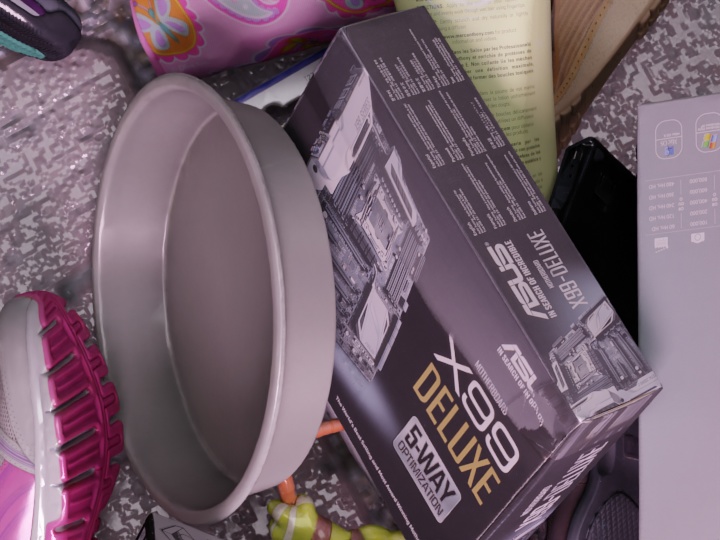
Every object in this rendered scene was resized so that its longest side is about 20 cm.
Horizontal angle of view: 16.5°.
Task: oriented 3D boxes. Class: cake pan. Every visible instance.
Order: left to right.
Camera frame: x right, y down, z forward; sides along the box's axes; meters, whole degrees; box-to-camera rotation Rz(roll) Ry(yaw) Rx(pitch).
[{"bbox_3d":[-0.066,0.012,1.114,0.036,0.200,0.202,-4,81,-29],"label":"cake pan"}]

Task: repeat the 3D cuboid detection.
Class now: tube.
[{"bbox_3d":[0.058,-0.059,1.096,0.058,0.052,0.201,-21,115,-28],"label":"tube"}]

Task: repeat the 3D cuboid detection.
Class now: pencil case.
[{"bbox_3d":[-0.011,-0.142,1.134,0.199,0.087,0.088,-10,82,19],"label":"pencil case"}]

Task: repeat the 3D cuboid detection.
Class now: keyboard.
[{"bbox_3d":[0.145,0.019,1.136,0.200,0.039,0.105,42,59,-31],"label":"keyboard"}]

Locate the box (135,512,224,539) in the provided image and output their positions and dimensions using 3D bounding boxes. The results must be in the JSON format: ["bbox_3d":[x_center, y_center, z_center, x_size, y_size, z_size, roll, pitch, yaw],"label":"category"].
[{"bbox_3d":[-0.086,0.211,1.097,0.109,0.035,0.201,22,111,-17],"label":"box"}]

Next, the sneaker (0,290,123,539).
[{"bbox_3d":[-0.162,0.110,1.137,0.088,0.081,0.202,0,88,15],"label":"sneaker"}]

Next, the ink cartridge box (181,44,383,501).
[{"bbox_3d":[0.000,0.000,1.189,0.094,0.037,0.201,-30,87,-5],"label":"ink cartridge box"}]

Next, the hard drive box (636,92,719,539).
[{"bbox_3d":[0.184,0.038,1.064,0.076,0.156,0.202,-7,74,32],"label":"hard drive box"}]

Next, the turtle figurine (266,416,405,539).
[{"bbox_3d":[0.037,0.161,1.143,0.199,0.064,0.162,18,94,-26],"label":"turtle figurine"}]

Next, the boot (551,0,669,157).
[{"bbox_3d":[0.039,-0.124,1.192,0.166,0.072,0.200,35,73,12],"label":"boot"}]

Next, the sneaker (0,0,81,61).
[{"bbox_3d":[-0.202,-0.185,1.190,0.199,0.074,0.088,35,77,4],"label":"sneaker"}]

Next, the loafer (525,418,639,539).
[{"bbox_3d":[0.106,0.105,1.126,0.072,0.063,0.201,22,61,-32],"label":"loafer"}]

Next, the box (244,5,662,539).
[{"bbox_3d":[0.030,0.014,1.072,0.050,0.158,0.201,-18,68,-32],"label":"box"}]
